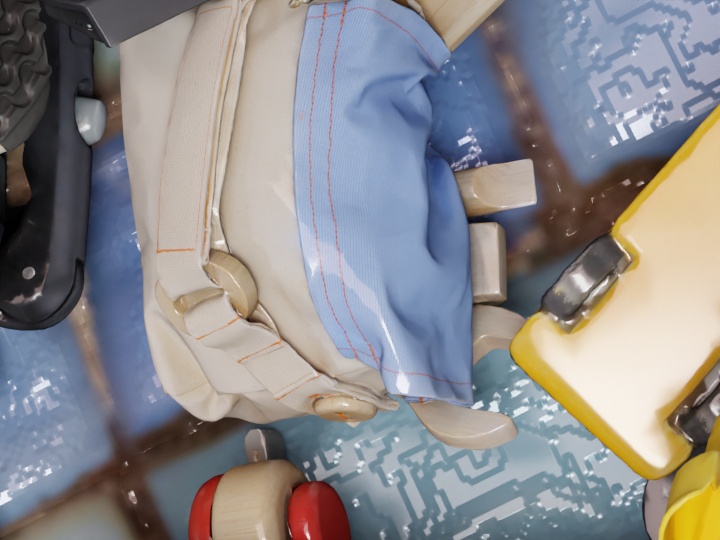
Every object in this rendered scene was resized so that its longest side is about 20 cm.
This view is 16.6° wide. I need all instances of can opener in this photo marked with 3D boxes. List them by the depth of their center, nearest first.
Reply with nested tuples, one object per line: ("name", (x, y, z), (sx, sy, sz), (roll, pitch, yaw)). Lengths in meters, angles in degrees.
("can opener", (-0.114, -0.076, 0.818), (0.063, 0.079, 0.201), (3, 70, 2))

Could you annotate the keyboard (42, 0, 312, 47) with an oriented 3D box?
("keyboard", (0.002, -0.118, 0.737), (0.199, 0.127, 0.021), (-29, 115, -17))

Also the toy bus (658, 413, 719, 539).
("toy bus", (0.189, 0.050, 0.632), (0.199, 0.192, 0.136), (-13, 114, 20))

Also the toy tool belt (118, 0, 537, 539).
("toy tool belt", (0.000, 0.000, 0.749), (0.122, 0.125, 0.201), (-11, 81, 20))

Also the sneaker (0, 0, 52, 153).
("sneaker", (-0.186, -0.096, 0.760), (0.199, 0.093, 0.070), (34, 59, -6))

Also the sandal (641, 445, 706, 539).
("sandal", (0.167, 0.119, 0.732), (0.200, 0.043, 0.076), (34, 92, 15))

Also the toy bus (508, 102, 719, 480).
("toy bus", (0.132, -0.031, 0.739), (0.065, 0.078, 0.200), (42, 94, 4))
